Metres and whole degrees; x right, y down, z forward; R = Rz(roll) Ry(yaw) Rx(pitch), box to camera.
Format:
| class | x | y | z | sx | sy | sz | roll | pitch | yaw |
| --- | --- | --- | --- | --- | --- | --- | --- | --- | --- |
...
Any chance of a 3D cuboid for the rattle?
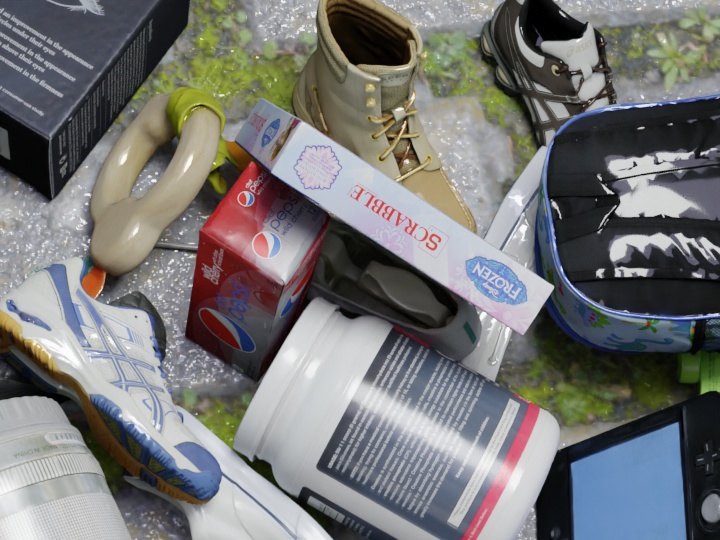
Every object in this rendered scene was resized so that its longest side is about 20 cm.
| class | x | y | z | sx | sy | sz | roll | pitch | yaw |
| --- | --- | --- | --- | --- | --- | --- | --- | --- | --- |
| rattle | -0.144 | -0.025 | 1.257 | 0.130 | 0.143 | 0.201 | 10 | 69 | 36 |

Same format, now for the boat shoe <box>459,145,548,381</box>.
| class | x | y | z | sx | sy | sz | roll | pitch | yaw |
| --- | --- | --- | --- | --- | --- | --- | --- | --- | --- |
| boat shoe | 0.127 | 0.004 | 1.273 | 0.086 | 0.075 | 0.203 | 27 | 69 | 3 |

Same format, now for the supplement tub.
| class | x | y | z | sx | sy | sz | roll | pitch | yaw |
| --- | --- | --- | --- | --- | --- | --- | --- | --- | --- |
| supplement tub | 0.026 | 0.120 | 1.170 | 0.199 | 0.140 | 0.141 | 29 | 66 | 3 |

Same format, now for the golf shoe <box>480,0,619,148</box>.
| class | x | y | z | sx | sy | sz | roll | pitch | yaw |
| --- | --- | --- | --- | --- | --- | --- | --- | --- | --- |
| golf shoe | 0.171 | -0.140 | 1.331 | 0.078 | 0.095 | 0.200 | -35 | 78 | -22 |

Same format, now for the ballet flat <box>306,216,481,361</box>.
| class | x | y | z | sx | sy | sz | roll | pitch | yaw |
| --- | --- | --- | --- | --- | --- | --- | --- | --- | --- |
| ballet flat | 0.000 | 0.000 | 1.218 | 0.199 | 0.070 | 0.070 | 28 | 65 | 17 |

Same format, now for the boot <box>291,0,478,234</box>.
| class | x | y | z | sx | sy | sz | roll | pitch | yaw |
| --- | --- | --- | --- | --- | --- | --- | --- | --- | --- |
| boot | 0.027 | -0.108 | 1.258 | 0.073 | 0.156 | 0.200 | -32 | 76 | -20 |

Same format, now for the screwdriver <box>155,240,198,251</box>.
| class | x | y | z | sx | sy | sz | roll | pitch | yaw |
| --- | --- | --- | --- | --- | --- | --- | --- | --- | --- |
| screwdriver | -0.063 | -0.013 | 1.274 | 0.199 | 0.029 | 0.028 | 8 | 66 | -7 |

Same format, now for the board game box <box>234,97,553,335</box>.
| class | x | y | z | sx | sy | sz | roll | pitch | yaw |
| --- | --- | --- | --- | --- | --- | --- | --- | --- | --- |
| board game box | 0.016 | -0.042 | 1.141 | 0.199 | 0.200 | 0.041 | 32 | 93 | -14 |

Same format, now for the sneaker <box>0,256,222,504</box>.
| class | x | y | z | sx | sy | sz | roll | pitch | yaw |
| --- | --- | --- | --- | --- | --- | --- | --- | --- | --- |
| sneaker | -0.157 | 0.070 | 1.138 | 0.200 | 0.075 | 0.088 | 43 | 61 | 4 |

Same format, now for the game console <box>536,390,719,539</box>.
| class | x | y | z | sx | sy | sz | roll | pitch | yaw |
| --- | --- | --- | --- | --- | --- | --- | --- | --- | --- |
| game console | 0.151 | 0.178 | 1.120 | 0.116 | 0.200 | 0.177 | 16 | 62 | -31 |

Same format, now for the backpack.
| class | x | y | z | sx | sy | sz | roll | pitch | yaw |
| --- | --- | --- | --- | --- | --- | --- | --- | --- | --- |
| backpack | 0.226 | -0.025 | 1.209 | 0.198 | 0.147 | 0.184 | -2 | 70 | -2 |

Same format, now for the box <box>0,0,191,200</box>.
| class | x | y | z | sx | sy | sz | roll | pitch | yaw |
| --- | --- | --- | --- | --- | --- | --- | --- | --- | --- |
| box | -0.239 | -0.184 | 1.275 | 0.148 | 0.104 | 0.200 | 32 | 65 | 5 |

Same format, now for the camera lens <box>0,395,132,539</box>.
| class | x | y | z | sx | sy | sz | roll | pitch | yaw |
| --- | --- | --- | --- | --- | --- | --- | --- | --- | --- |
| camera lens | -0.223 | 0.204 | 1.083 | 0.159 | 0.160 | 0.201 | -22 | 72 | -17 |

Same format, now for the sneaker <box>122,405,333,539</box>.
| class | x | y | z | sx | sy | sz | roll | pitch | yaw |
| --- | --- | --- | --- | --- | --- | --- | --- | --- | --- |
| sneaker | -0.081 | 0.183 | 1.172 | 0.200 | 0.073 | 0.071 | 38 | 75 | 17 |

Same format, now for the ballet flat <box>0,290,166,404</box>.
| class | x | y | z | sx | sy | sz | roll | pitch | yaw |
| --- | --- | --- | --- | --- | --- | --- | --- | --- | --- |
| ballet flat | -0.235 | 0.068 | 1.198 | 0.199 | 0.067 | 0.057 | -16 | 57 | -21 |

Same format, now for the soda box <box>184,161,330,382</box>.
| class | x | y | z | sx | sy | sz | roll | pitch | yaw |
| --- | --- | --- | --- | --- | --- | --- | --- | --- | --- |
| soda box | -0.075 | 0.006 | 1.169 | 0.070 | 0.200 | 0.064 | 33 | 66 | 5 |

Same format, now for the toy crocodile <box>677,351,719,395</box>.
| class | x | y | z | sx | sy | sz | roll | pitch | yaw |
| --- | --- | --- | --- | --- | --- | --- | --- | --- | --- |
| toy crocodile | 0.276 | 0.038 | 1.295 | 0.067 | 0.062 | 0.201 | -3 | 70 | 5 |
